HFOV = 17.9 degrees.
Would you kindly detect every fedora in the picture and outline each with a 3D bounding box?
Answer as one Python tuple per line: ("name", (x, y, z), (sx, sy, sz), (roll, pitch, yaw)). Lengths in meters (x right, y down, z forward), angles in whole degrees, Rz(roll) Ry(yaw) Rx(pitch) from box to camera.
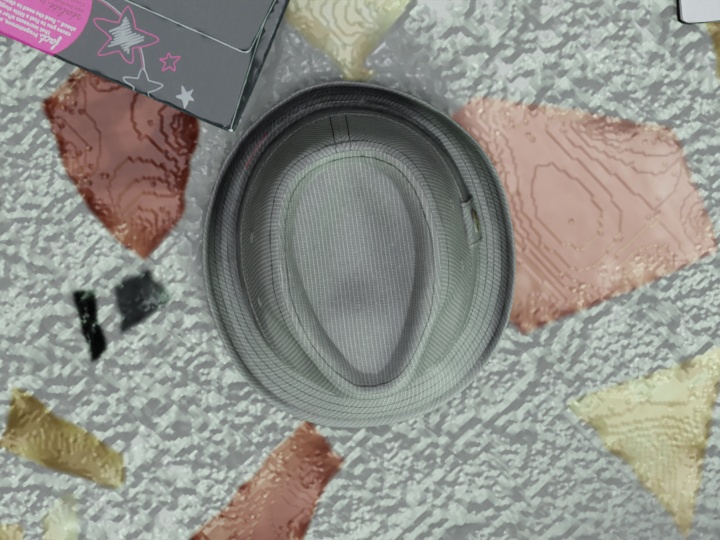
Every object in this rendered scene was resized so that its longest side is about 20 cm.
("fedora", (0.000, 0.000, 1.242), (0.175, 0.090, 0.202), (-1, 102, -1))

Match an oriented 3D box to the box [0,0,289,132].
("box", (-0.132, -0.176, 1.192), (0.199, 0.115, 0.133), (23, 99, -7))

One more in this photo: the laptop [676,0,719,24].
("laptop", (0.264, -0.228, 1.191), (0.198, 0.116, 0.189), (-7, 101, 0))
